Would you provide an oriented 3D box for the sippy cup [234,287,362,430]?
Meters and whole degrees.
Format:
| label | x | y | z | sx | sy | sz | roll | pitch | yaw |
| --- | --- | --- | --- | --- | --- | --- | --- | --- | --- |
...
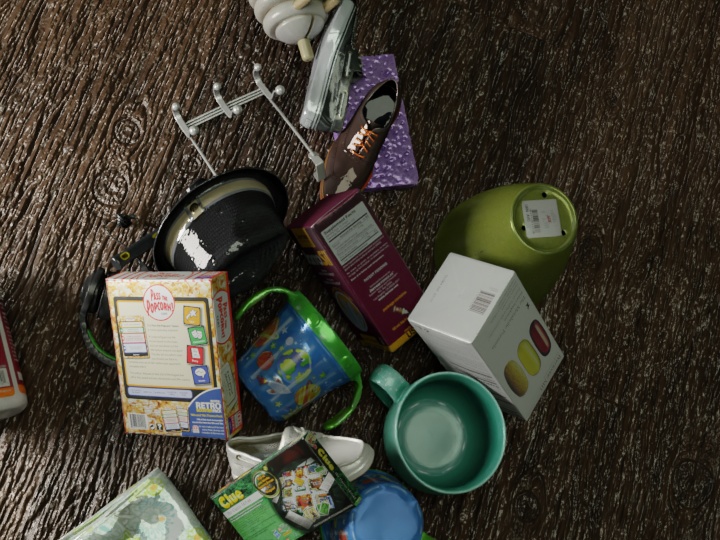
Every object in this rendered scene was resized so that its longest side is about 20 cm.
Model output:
| label | x | y | z | sx | sy | sz | roll | pitch | yaw |
| --- | --- | --- | --- | --- | --- | --- | --- | --- | --- |
| sippy cup | -0.088 | 0.120 | 1.228 | 0.130 | 0.140 | 0.178 | -40 | 63 | -6 |

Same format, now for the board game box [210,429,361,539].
| label | x | y | z | sx | sy | sz | roll | pitch | yaw |
| --- | --- | --- | --- | --- | --- | --- | --- | --- | --- |
| board game box | -0.095 | 0.280 | 1.163 | 0.105 | 0.199 | 0.023 | 51 | 37 | -3 |

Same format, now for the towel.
| label | x | y | z | sx | sy | sz | roll | pitch | yaw |
| --- | --- | --- | --- | --- | --- | --- | --- | --- | --- |
| towel | -0.264 | 0.375 | 1.177 | 0.170 | 0.048 | 0.201 | -36 | 86 | -16 |

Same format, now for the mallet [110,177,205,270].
| label | x | y | z | sx | sy | sz | roll | pitch | yaw |
| --- | --- | --- | --- | --- | --- | --- | --- | --- | --- |
| mallet | -0.258 | -0.064 | 1.246 | 0.199 | 0.041 | 0.066 | -32 | 81 | -44 |

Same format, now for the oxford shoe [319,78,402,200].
| label | x | y | z | sx | sy | sz | roll | pitch | yaw |
| --- | --- | --- | --- | --- | --- | --- | --- | --- | --- |
| oxford shoe | -0.002 | -0.179 | 1.313 | 0.070 | 0.073 | 0.202 | 24 | 80 | -2 |

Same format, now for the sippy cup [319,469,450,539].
| label | x | y | z | sx | sy | sz | roll | pitch | yaw |
| --- | --- | --- | --- | --- | --- | --- | --- | --- | --- |
| sippy cup | 0.021 | 0.321 | 1.203 | 0.175 | 0.130 | 0.142 | -11 | 80 | -14 |

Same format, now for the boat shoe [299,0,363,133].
| label | x | y | z | sx | sy | sz | roll | pitch | yaw |
| --- | --- | --- | --- | --- | --- | --- | --- | --- | --- |
| boat shoe | -0.030 | -0.285 | 1.342 | 0.070 | 0.072 | 0.203 | 18 | 78 | -13 |

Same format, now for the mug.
| label | x | y | z | sx | sy | sz | roll | pitch | yaw |
| --- | --- | --- | --- | --- | --- | --- | --- | --- | --- |
| mug | 0.100 | 0.203 | 1.255 | 0.150 | 0.114 | 0.188 | -15 | 80 | -13 |

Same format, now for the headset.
| label | x | y | z | sx | sy | sz | roll | pitch | yaw |
| --- | --- | --- | --- | --- | --- | --- | --- | --- | --- |
| headset | -0.309 | 0.026 | 1.250 | 0.121 | 0.094 | 0.204 | -5 | 93 | -11 |

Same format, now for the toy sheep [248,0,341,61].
| label | x | y | z | sx | sy | sz | roll | pitch | yaw |
| --- | --- | --- | --- | --- | --- | --- | --- | --- | --- |
| toy sheep | -0.097 | -0.396 | 1.347 | 0.136 | 0.138 | 0.203 | -8 | 78 | -13 |

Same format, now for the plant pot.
| label | x | y | z | sx | sy | sz | roll | pitch | yaw |
| --- | --- | --- | --- | --- | --- | --- | --- | --- | --- |
| plant pot | 0.214 | -0.041 | 1.290 | 0.184 | 0.200 | 0.190 | 2 | 77 | -10 |

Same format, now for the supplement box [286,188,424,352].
| label | x | y | z | sx | sy | sz | roll | pitch | yaw |
| --- | --- | --- | --- | --- | --- | --- | --- | --- | --- |
| supplement box | 0.000 | 0.000 | 1.257 | 0.085 | 0.110 | 0.201 | -38 | 104 | -17 |

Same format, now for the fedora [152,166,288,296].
| label | x | y | z | sx | sy | sz | roll | pitch | yaw |
| --- | --- | --- | --- | --- | --- | --- | --- | --- | --- |
| fedora | -0.163 | -0.032 | 1.216 | 0.199 | 0.202 | 0.092 | -29 | 55 | -16 |

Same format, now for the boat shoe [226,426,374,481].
| label | x | y | z | sx | sy | sz | roll | pitch | yaw |
| --- | --- | --- | --- | --- | --- | --- | --- | --- | --- |
| boat shoe | -0.082 | 0.230 | 1.186 | 0.197 | 0.071 | 0.070 | -10 | 120 | 19 |

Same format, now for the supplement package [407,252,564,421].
| label | x | y | z | sx | sy | sz | roll | pitch | yaw |
| --- | --- | --- | --- | --- | --- | --- | --- | --- | --- |
| supplement package | 0.170 | 0.089 | 1.244 | 0.114 | 0.109 | 0.200 | -55 | 135 | -17 |

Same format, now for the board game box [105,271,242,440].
| label | x | y | z | sx | sy | sz | roll | pitch | yaw |
| --- | --- | --- | --- | --- | --- | --- | --- | --- | --- |
| board game box | -0.230 | 0.104 | 1.174 | 0.149 | 0.046 | 0.204 | 1 | 103 | 19 |

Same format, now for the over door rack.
| label | x | y | z | sx | sy | sz | roll | pitch | yaw |
| --- | --- | --- | --- | --- | --- | --- | --- | --- | --- |
| over door rack | -0.154 | -0.185 | 1.300 | 0.146 | 0.067 | 0.201 | -27 | 69 | -15 |

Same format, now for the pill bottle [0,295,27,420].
| label | x | y | z | sx | sy | sz | roll | pitch | yaw |
| --- | --- | --- | --- | --- | --- | --- | --- | --- | --- |
| pill bottle | -0.489 | 0.088 | 1.166 | 0.111 | 0.113 | 0.203 | -15 | 80 | -14 |

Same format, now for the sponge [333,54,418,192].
| label | x | y | z | sx | sy | sz | roll | pitch | yaw |
| --- | --- | --- | --- | --- | --- | --- | --- | --- | --- |
| sponge | 0.013 | -0.214 | 1.379 | 0.110 | 0.030 | 0.203 | -8 | 80 | -12 |
